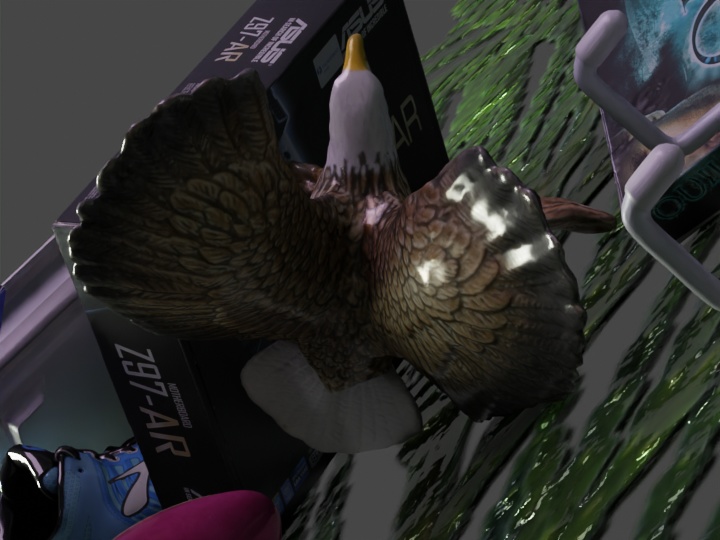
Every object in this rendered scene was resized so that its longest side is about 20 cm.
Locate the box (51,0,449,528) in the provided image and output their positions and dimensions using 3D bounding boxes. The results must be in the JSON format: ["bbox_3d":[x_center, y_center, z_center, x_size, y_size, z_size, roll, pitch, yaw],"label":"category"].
[{"bbox_3d":[-0.031,-0.011,0.997,0.043,0.160,0.200,6,39,31],"label":"box"}]

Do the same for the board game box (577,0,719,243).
[{"bbox_3d":[0.135,-0.115,0.882,0.135,0.028,0.200,-41,33,27],"label":"board game box"}]

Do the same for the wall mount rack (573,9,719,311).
[{"bbox_3d":[0.142,-0.080,0.697,0.174,0.075,0.200,-43,19,16],"label":"wall mount rack"}]

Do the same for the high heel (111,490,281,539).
[{"bbox_3d":[-0.073,0.145,0.810,0.096,0.067,0.200,-1,32,50],"label":"high heel"}]

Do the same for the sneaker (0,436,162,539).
[{"bbox_3d":[-0.105,0.094,1.058,0.078,0.090,0.200,-38,11,39],"label":"sneaker"}]

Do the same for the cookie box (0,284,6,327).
[{"bbox_3d":[-0.257,0.069,1.004,0.075,0.200,0.171,-66,-12,-67],"label":"cookie box"}]

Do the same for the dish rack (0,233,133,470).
[{"bbox_3d":[-0.116,0.061,1.144,0.172,0.044,0.200,-46,-29,-23],"label":"dish rack"}]

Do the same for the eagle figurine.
[{"bbox_3d":[-0.003,-0.007,0.853,0.152,0.151,0.200,-32,4,11],"label":"eagle figurine"}]
